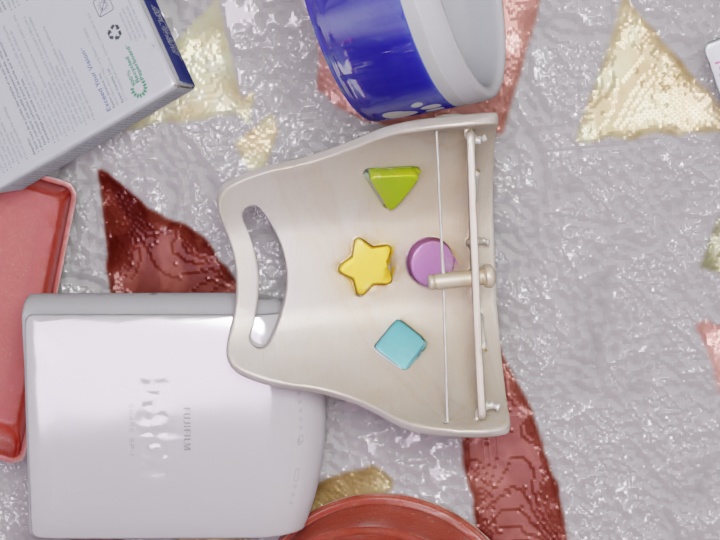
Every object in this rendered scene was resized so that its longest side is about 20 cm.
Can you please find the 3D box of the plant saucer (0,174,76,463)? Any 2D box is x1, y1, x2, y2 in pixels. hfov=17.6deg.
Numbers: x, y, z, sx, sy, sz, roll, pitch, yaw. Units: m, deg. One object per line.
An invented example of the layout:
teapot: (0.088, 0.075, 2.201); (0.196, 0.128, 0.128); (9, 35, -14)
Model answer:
plant saucer: (-0.299, 0.010, 1.595); (0.198, 0.037, 0.201); (15, 102, 10)

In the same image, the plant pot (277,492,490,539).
plant pot: (-0.001, 0.265, 1.493); (0.199, 0.195, 0.203); (2, 100, 12)

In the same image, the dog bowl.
dog bowl: (0.023, -0.194, 1.406); (0.078, 0.200, 0.202); (-12, 97, 16)

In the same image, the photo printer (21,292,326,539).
photo printer: (-0.122, 0.097, 1.541); (0.198, 0.069, 0.168); (1, 101, 0)

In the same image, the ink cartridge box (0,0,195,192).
ink cartridge box: (-0.234, -0.161, 1.533); (0.199, 0.043, 0.198); (-27, 81, 17)

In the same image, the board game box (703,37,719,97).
board game box: (0.328, -0.104, 1.428); (0.198, 0.064, 0.149); (-18, 94, 13)

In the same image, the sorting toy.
sorting toy: (0.000, 0.000, 1.475); (0.178, 0.107, 0.202); (-3, 99, -1)
